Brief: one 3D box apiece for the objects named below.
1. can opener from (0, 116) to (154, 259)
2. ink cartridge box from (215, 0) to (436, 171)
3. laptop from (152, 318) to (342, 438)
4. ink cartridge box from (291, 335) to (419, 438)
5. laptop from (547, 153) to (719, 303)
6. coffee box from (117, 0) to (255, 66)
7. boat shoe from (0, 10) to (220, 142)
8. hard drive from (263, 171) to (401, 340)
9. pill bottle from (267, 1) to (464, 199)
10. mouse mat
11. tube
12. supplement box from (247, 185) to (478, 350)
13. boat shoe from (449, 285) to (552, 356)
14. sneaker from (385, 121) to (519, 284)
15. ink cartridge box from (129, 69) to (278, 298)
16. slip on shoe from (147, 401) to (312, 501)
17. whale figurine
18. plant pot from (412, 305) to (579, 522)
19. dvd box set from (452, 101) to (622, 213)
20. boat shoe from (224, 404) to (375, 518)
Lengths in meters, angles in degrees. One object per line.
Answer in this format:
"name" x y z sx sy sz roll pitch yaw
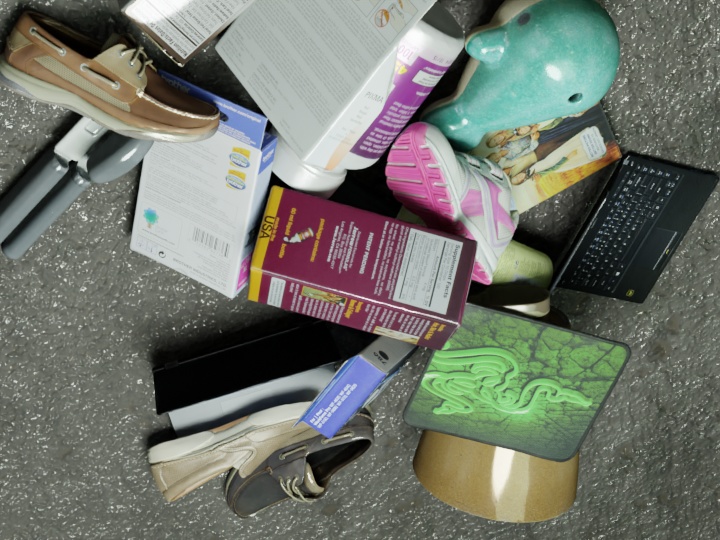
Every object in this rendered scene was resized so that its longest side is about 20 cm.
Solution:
"can opener" -0.272 -0.082 1.455 0.200 0.067 0.052 -40 131 20
"ink cartridge box" -0.019 -0.213 1.373 0.200 0.163 0.050 -47 149 17
"laptop" -0.109 0.132 1.628 0.185 0.117 0.201 -16 141 -5
"ink cartridge box" 0.003 0.112 1.640 0.039 0.200 0.100 43 113 7
"laptop" 0.278 -0.021 1.676 0.198 0.104 0.178 11 123 -27
"coffee box" -0.111 -0.281 1.316 0.200 0.113 0.080 -39 130 14
"boat shoe" -0.213 -0.167 1.373 0.198 0.076 0.072 18 110 -9
"hard drive" -0.020 -0.021 1.613 0.140 0.033 0.199 -44 129 17
"pill bottle" -0.004 -0.165 1.449 0.112 0.113 0.200 23 116 -33
"mouse mat" 0.158 0.116 1.611 0.198 0.008 0.162 15 121 -14
"tube" 0.109 -0.021 1.613 0.199 0.059 0.052 18 154 -35
"supplement box" 0.000 0.000 1.487 0.198 0.086 0.110 15 164 -2
"boat shoe" 0.094 0.059 1.610 0.198 0.072 0.069 0 112 11
"sneaker" 0.092 -0.079 1.515 0.089 0.081 0.201 -54 141 -20
"ink cartridge box" -0.144 -0.083 1.470 0.119 0.042 0.201 25 128 15
"slip on shoe" -0.127 0.192 1.706 0.198 0.061 0.076 -16 169 -5
"whale figurine" 0.151 -0.171 1.473 0.200 0.104 0.159 -39 142 19
"plant pot" 0.162 0.138 1.731 0.184 0.187 0.202 0 114 -20
"dvd box set" 0.151 -0.121 1.596 0.199 0.030 0.147 -28 132 3
"boat shoe" -0.068 0.214 1.758 0.200 0.074 0.074 -40 130 13
